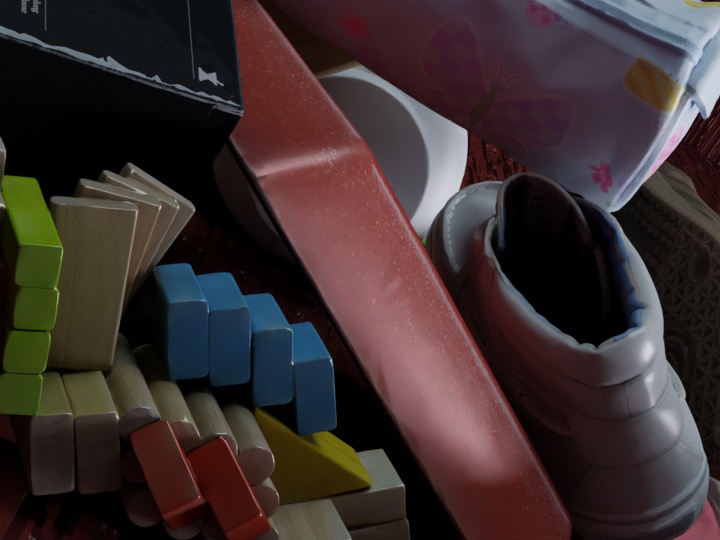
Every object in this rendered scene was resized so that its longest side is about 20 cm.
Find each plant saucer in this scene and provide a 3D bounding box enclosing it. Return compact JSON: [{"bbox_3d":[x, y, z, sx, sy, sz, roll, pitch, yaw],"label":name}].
[{"bbox_3d":[0.000,0.000,0.722,0.200,0.037,0.200,61,-3,-29],"label":"plant saucer"}]

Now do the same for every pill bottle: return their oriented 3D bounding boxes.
[{"bbox_3d":[-0.009,-0.066,0.980,0.112,0.113,0.200,33,12,-7],"label":"pill bottle"}]

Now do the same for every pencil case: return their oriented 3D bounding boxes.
[{"bbox_3d":[0.032,-0.104,0.753,0.199,0.091,0.083,34,55,2],"label":"pencil case"}]

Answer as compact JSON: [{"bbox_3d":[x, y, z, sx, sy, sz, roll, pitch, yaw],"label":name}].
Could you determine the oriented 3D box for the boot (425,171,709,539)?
[{"bbox_3d":[0.067,0.000,0.762,0.200,0.073,0.096,-120,-168,-53],"label":"boot"}]

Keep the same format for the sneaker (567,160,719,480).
[{"bbox_3d":[0.137,0.011,0.830,0.075,0.071,0.200,17,28,-27],"label":"sneaker"}]

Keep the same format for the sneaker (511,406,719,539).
[{"bbox_3d":[0.075,0.059,0.818,0.086,0.074,0.200,24,16,-36],"label":"sneaker"}]

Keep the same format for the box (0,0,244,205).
[{"bbox_3d":[-0.118,-0.109,0.658,0.140,0.079,0.201,15,42,-22],"label":"box"}]

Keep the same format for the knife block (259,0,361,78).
[{"bbox_3d":[-0.014,-0.097,0.838,0.175,0.201,0.064,29,11,5],"label":"knife block"}]

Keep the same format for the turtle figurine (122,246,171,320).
[{"bbox_3d":[-0.106,-0.051,0.725,0.161,0.064,0.201,1,61,-49],"label":"turtle figurine"}]

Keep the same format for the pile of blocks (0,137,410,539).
[{"bbox_3d":[-0.054,0.029,0.561,0.199,0.082,0.062,29,13,-27],"label":"pile of blocks"}]

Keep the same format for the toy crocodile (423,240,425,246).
[{"bbox_3d":[0.084,0.051,0.926,0.200,0.062,0.068,39,-3,32],"label":"toy crocodile"}]
